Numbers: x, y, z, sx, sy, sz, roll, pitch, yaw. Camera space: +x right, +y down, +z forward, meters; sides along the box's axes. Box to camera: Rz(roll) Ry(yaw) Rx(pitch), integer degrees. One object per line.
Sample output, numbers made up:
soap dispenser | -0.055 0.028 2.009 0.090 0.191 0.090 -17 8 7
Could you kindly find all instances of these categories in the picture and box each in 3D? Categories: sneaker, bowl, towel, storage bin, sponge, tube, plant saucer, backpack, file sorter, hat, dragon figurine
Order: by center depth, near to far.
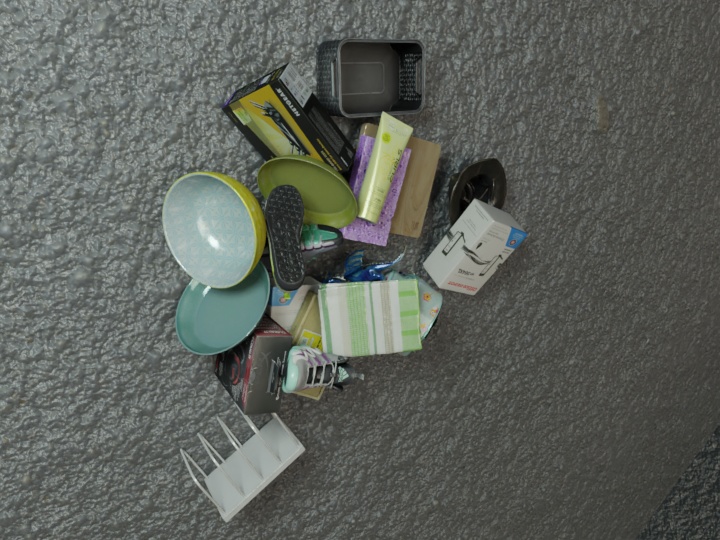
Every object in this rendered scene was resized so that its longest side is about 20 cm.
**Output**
bowl | -0.237 -0.082 1.009 0.108 0.196 0.204 -38 129 -58
plant saucer | -0.241 0.064 1.028 0.201 0.199 0.036 -49 142 -9
sneaker | -0.141 -0.051 1.029 0.070 0.083 0.204 2 75 -16
sneaker | -0.061 0.183 1.034 0.137 0.200 0.079 13 95 3
plant saucer | -0.095 -0.149 1.063 0.200 0.198 0.032 41 56 -34
tube | 0.039 -0.192 1.091 0.058 0.051 0.204 23 86 -72
storage bin | 0.021 -0.374 1.113 0.197 0.093 0.138 -12 111 -30
sneaker | -0.127 -0.032 1.117 0.196 0.075 0.089 -7 124 2
towel | 0.019 0.092 1.120 0.196 0.031 0.152 -4 105 1
sponge | 0.027 -0.157 1.138 0.110 0.030 0.204 9 100 -34
file sorter | -0.242 0.356 1.145 0.199 0.138 0.126 -40 119 -16
dragon figurine | 0.000 0.000 1.175 0.099 0.059 0.199 38 121 -22
backpack | 0.081 0.085 1.229 0.153 0.200 0.177 37 85 -17
hat | 0.252 -0.182 1.328 0.198 0.081 0.204 -23 132 -27

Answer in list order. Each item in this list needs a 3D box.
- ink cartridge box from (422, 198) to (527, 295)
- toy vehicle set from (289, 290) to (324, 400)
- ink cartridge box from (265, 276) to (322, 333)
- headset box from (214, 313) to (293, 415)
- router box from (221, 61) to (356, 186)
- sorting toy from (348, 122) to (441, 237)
ink cartridge box | 0.262 -0.047 1.316 0.144 0.085 0.201 11 125 -42
toy vehicle set | -0.094 0.154 1.161 0.123 0.026 0.203 26 89 -37
ink cartridge box | -0.148 0.119 1.173 0.114 0.066 0.204 -2 105 -33
headset box | -0.201 0.165 1.073 0.074 0.199 0.152 4 102 -33
router box | -0.125 -0.248 1.017 0.200 0.155 0.053 48 50 -32
sorting toy | 0.054 -0.188 1.206 0.196 0.069 0.204 7 101 -34
